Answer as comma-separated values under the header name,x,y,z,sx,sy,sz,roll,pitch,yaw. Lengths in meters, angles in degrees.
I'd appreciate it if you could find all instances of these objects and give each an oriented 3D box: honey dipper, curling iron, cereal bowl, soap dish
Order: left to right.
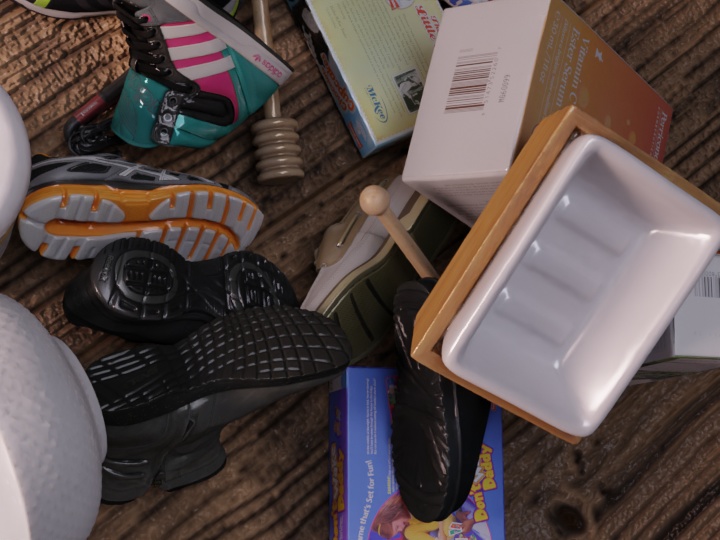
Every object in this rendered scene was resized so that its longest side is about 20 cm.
name,x,y,z,sx,sy,sz,roll,pitch,yaw
cereal bowl,-0.228,0.101,0.866,0.083,0.200,0.201,-22,88,-32
curling iron,-0.161,-0.154,1.029,0.200,0.026,0.050,-52,120,-25
honey dipper,-0.077,-0.170,1.043,0.038,0.038,0.201,-6,83,-20
honey dipper,0.051,0.003,1.010,0.038,0.038,0.200,-58,135,-19
soap dish,0.142,0.003,0.905,0.157,0.081,0.200,28,100,-26

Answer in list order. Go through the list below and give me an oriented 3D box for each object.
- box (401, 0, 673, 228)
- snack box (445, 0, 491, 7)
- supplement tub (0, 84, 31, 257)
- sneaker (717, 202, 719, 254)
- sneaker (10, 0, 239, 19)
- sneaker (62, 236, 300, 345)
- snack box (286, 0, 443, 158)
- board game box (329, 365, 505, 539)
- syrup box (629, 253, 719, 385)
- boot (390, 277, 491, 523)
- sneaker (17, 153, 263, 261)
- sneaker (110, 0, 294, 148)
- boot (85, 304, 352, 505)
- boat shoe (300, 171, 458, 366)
name,x,y,z,sx,sy,sz,roll,pitch,yaw
box,0.147,-0.103,1.040,0.200,0.106,0.153,29,69,-44
snack box,0.078,-0.265,1.104,0.200,0.024,0.072,32,57,-24
supplement tub,-0.300,-0.054,0.864,0.145,0.200,0.146,4,79,-19
sneaker,0.253,-0.025,1.029,0.199,0.077,0.073,10,57,-34
sneaker,-0.183,-0.234,0.993,0.199,0.083,0.072,6,75,-7
sneaker,-0.131,0.025,0.980,0.199,0.091,0.076,18,61,-38
snack box,0.011,-0.208,1.091,0.116,0.037,0.201,-25,89,-24
board game box,0.045,0.179,1.027,0.134,0.045,0.201,4,79,-19
syrup box,0.225,0.044,1.033,0.078,0.200,0.082,4,79,-19
boot,0.106,0.085,1.004,0.162,0.073,0.199,-6,97,-35
sneaker,-0.164,-0.052,0.979,0.199,0.078,0.077,7,35,-35
sneaker,-0.153,-0.155,0.946,0.200,0.084,0.121,33,98,-40
boot,-0.106,0.101,0.950,0.199,0.131,0.068,-12,50,-15
boat shoe,0.000,0.000,1.031,0.200,0.068,0.075,-49,138,-27
